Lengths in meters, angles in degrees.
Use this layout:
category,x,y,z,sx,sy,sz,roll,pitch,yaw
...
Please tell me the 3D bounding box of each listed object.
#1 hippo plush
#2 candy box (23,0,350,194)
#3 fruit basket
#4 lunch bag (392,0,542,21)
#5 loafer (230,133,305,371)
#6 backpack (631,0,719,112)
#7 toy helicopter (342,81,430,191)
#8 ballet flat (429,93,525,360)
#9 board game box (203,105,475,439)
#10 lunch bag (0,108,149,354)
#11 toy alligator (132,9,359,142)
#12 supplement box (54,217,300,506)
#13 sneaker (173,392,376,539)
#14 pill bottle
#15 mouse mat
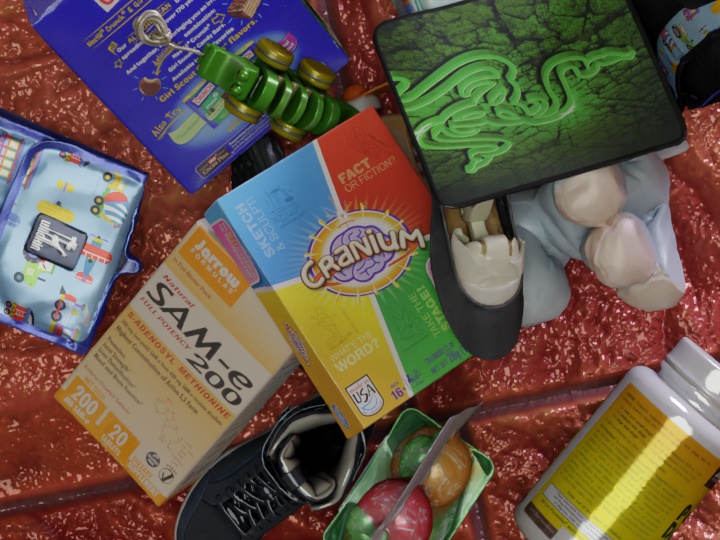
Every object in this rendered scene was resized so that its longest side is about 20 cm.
category,x,y,z,sx,sy,sz,roll,pitch,yaw
hippo plush,0.148,-0.047,1.680,0.160,0.201,0.159,-20,133,27
candy box,-0.134,-0.188,1.682,0.169,0.077,0.200,-39,125,4
fruit basket,0.027,0.179,1.694,0.093,0.200,0.186,34,96,13
lunch bag,0.103,-0.230,1.669,0.159,0.077,0.202,-22,105,-8
loafer,-0.045,-0.017,1.749,0.070,0.068,0.202,-21,91,-29
backpack,0.265,-0.227,1.637,0.134,0.200,0.184,-28,88,-6
toy helicopter,0.044,-0.116,1.739,0.132,0.079,0.200,43,84,6
ballet flat,0.084,-0.036,1.606,0.072,0.073,0.202,-9,85,2
board game box,0.000,0.000,1.640,0.152,0.040,0.201,-33,87,-23
lunch bag,-0.261,-0.035,1.720,0.199,0.094,0.152,22,95,8
toy alligator,-0.079,-0.140,1.650,0.199,0.054,0.060,21,108,-29
supplement box,-0.129,0.067,1.713,0.126,0.073,0.200,44,113,8
sneaker,-0.074,0.170,1.723,0.202,0.146,0.077,-42,95,6
pill bottle,0.220,0.153,1.729,0.109,0.109,0.200,39,96,-2
mouse mat,0.123,-0.136,1.599,0.198,0.008,0.162,-17,67,-11
